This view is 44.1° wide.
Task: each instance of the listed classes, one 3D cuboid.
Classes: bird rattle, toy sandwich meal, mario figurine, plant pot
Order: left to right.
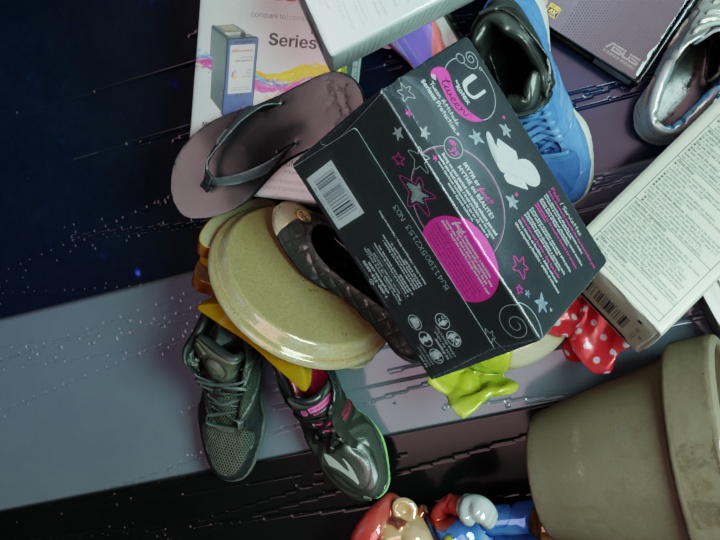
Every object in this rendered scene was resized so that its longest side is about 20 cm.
[{"bbox_3d":[-0.064,0.020,0.820,0.204,0.205,0.071,37,131,4],"label":"toy sandwich meal"},{"bbox_3d":[0.084,0.269,0.837,0.195,0.106,0.126,-4,86,8],"label":"mario figurine"},{"bbox_3d":[0.143,0.038,0.788,0.197,0.113,0.165,-25,105,15],"label":"bird rattle"},{"bbox_3d":[0.240,0.169,0.766,0.172,0.200,0.204,-14,93,26],"label":"plant pot"}]

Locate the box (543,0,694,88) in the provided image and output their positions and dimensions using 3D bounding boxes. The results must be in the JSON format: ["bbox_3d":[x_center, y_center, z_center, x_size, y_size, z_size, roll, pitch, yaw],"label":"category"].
[{"bbox_3d":[0.206,-0.284,0.787,0.198,0.051,0.159,35,100,6],"label":"box"}]

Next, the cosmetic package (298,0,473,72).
[{"bbox_3d":[0.048,-0.243,0.723,0.197,0.101,0.072,-26,96,0],"label":"cosmetic package"}]

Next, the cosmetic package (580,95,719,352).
[{"bbox_3d":[0.267,-0.043,0.723,0.199,0.087,0.104,-41,76,-6],"label":"cosmetic package"}]

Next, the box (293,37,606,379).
[{"bbox_3d":[0.067,-0.043,0.672,0.131,0.114,0.202,-28,96,51],"label":"box"}]

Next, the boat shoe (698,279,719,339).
[{"bbox_3d":[0.334,0.020,0.784,0.063,0.071,0.203,-26,88,12],"label":"boat shoe"}]

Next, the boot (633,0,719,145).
[{"bbox_3d":[0.308,-0.196,0.753,0.073,0.096,0.202,31,100,6],"label":"boot"}]

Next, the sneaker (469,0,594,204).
[{"bbox_3d":[0.143,-0.135,0.762,0.075,0.111,0.203,-7,112,29],"label":"sneaker"}]

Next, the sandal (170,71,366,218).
[{"bbox_3d":[-0.088,-0.114,0.775,0.198,0.043,0.077,-30,90,13],"label":"sandal"}]

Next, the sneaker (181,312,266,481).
[{"bbox_3d":[-0.133,0.115,0.860,0.075,0.114,0.204,10,100,11],"label":"sneaker"}]

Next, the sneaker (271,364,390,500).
[{"bbox_3d":[-0.039,0.137,0.858,0.076,0.084,0.202,-30,89,13],"label":"sneaker"}]

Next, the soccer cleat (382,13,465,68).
[{"bbox_3d":[0.033,-0.248,0.817,0.072,0.068,0.202,-31,92,16],"label":"soccer cleat"}]

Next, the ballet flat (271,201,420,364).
[{"bbox_3d":[0.000,0.000,0.778,0.199,0.066,0.057,41,131,16],"label":"ballet flat"}]

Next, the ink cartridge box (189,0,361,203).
[{"bbox_3d":[-0.078,-0.170,0.833,0.142,0.087,0.205,8,95,10],"label":"ink cartridge box"}]
